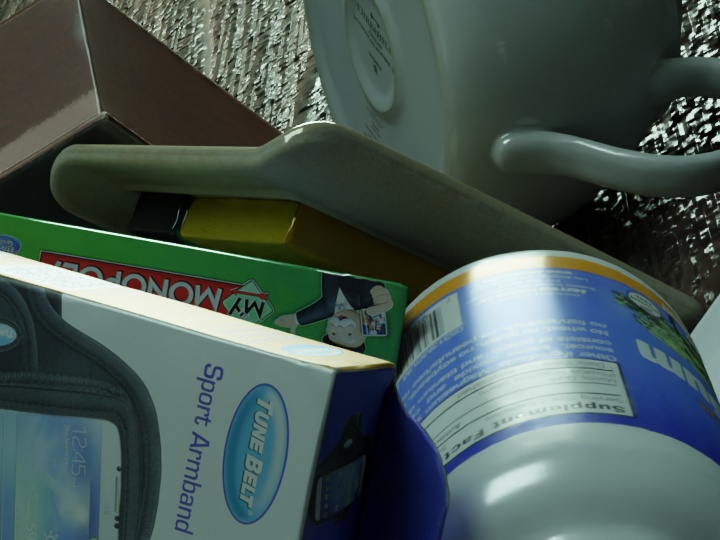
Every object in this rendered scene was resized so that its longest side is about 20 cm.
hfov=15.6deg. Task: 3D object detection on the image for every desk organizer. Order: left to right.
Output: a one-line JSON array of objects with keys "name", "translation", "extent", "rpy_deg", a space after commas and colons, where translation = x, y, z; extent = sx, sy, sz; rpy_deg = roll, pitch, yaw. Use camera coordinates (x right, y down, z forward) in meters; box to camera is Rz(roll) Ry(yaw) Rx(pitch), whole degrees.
[{"name": "desk organizer", "translation": [-0.078, -0.033, 1.089], "extent": [0.072, 0.200, 0.077], "rpy_deg": [-29, 53, 21]}]

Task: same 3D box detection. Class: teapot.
[{"name": "teapot", "translation": [0.071, -0.107, 1.088], "extent": [0.146, 0.200, 0.197], "rpy_deg": [-14, -6, -16]}]

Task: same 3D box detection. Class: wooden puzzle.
[{"name": "wooden puzzle", "translation": [0.000, 0.000, 0.954], "extent": [0.200, 0.185, 0.037], "rpy_deg": [-3, 65, 60]}]

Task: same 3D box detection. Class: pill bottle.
[{"name": "pill bottle", "translation": [0.060, 0.080, 0.755], "extent": [0.112, 0.112, 0.200], "rpy_deg": [-33, 21, 11]}]

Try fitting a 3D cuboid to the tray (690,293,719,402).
[{"name": "tray", "translation": [0.184, 0.012, 0.827], "extent": [0.200, 0.022, 0.107], "rpy_deg": [-10, 32, 52]}]

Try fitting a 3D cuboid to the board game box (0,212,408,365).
[{"name": "board game box", "translation": [-0.072, 0.009, 0.873], "extent": [0.200, 0.134, 0.029], "rpy_deg": [171, 108, -78]}]

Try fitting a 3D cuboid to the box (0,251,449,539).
[{"name": "box", "translation": [-0.075, 0.065, 0.718], "extent": [0.200, 0.119, 0.041], "rpy_deg": [15, 7, 29]}]
